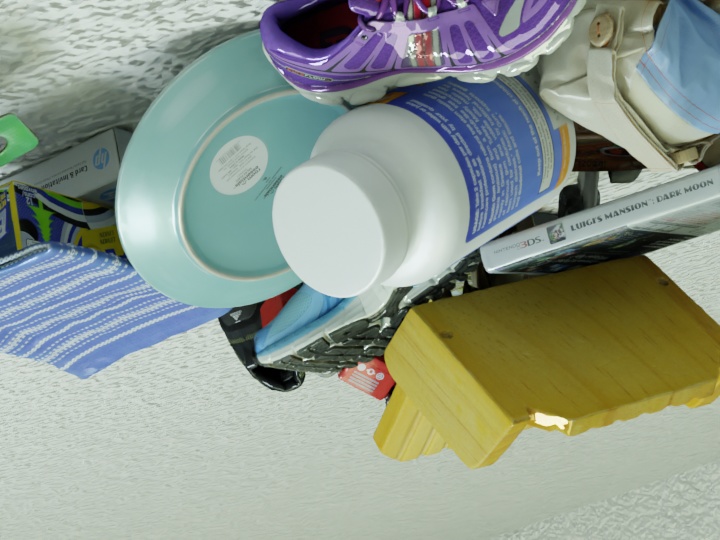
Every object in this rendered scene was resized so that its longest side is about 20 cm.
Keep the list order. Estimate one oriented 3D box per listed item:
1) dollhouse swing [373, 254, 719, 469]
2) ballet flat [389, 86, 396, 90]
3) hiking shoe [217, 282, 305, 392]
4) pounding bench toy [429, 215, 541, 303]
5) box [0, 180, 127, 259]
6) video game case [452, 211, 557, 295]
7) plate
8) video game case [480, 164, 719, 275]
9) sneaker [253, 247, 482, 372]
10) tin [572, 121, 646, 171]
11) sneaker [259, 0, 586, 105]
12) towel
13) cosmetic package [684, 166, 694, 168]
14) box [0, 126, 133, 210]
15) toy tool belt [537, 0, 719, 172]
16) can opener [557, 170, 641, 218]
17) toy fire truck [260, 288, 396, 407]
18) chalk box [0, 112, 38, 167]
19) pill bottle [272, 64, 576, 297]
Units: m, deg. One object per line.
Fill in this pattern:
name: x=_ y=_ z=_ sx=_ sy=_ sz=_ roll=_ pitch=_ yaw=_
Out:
dollhouse swing: x=0.129 y=0.103 z=1.387 sx=0.199 sy=0.182 sz=0.177 roll=-12 pitch=130 yaw=-29
ballet flat: x=-0.047 y=-0.051 z=1.317 sx=0.076 sy=0.064 sz=0.200 roll=40 pitch=116 yaw=-22
hiking shoe: x=-0.075 y=0.062 z=1.739 sx=0.075 sy=0.102 sz=0.200 roll=-17 pitch=164 yaw=19
pounding bench toy: x=0.060 y=-0.013 z=1.519 sx=0.155 sy=0.125 sz=0.201 roll=-13 pitch=140 yaw=5
box: x=-0.188 y=-0.003 z=1.330 sx=0.070 sy=0.065 sz=0.199 roll=-21 pitch=160 yaw=28
video game case: x=0.098 y=-0.011 z=1.766 sx=0.180 sy=0.026 sz=0.199 roll=-24 pitch=162 yaw=36
plate: x=-0.058 y=-0.057 z=1.233 sx=0.199 sy=0.026 sz=0.201 roll=-20 pitch=131 yaw=-24
video game case: x=0.196 y=-0.033 z=1.345 sx=0.181 sy=0.024 sz=0.200 roll=-19 pitch=172 yaw=22
sneaker: x=0.000 y=0.000 z=1.359 sx=0.200 sy=0.090 sz=0.078 roll=-38 pitch=151 yaw=27
tin: x=0.121 y=-0.096 z=1.362 sx=0.198 sy=0.042 sz=0.112 roll=0 pitch=176 yaw=14
sneaker: x=0.035 y=-0.147 z=1.123 sx=0.198 sy=0.081 sz=0.083 roll=-17 pitch=159 yaw=19
towel: x=-0.189 y=0.028 z=1.278 sx=0.144 sy=0.024 sz=0.200 roll=-22 pitch=159 yaw=26
cosmetic package: x=0.291 y=-0.140 z=1.365 sx=0.103 sy=0.074 sz=0.200 roll=-3 pitch=163 yaw=-32
box: x=-0.197 y=-0.037 z=1.397 sx=0.199 sy=0.042 sz=0.155 roll=-22 pitch=161 yaw=28
toy tool belt: x=0.210 y=-0.126 z=1.236 sx=0.199 sy=0.126 sz=0.123 roll=22 pitch=143 yaw=-37
can opener: x=0.177 y=-0.040 z=1.480 sx=0.066 sy=0.053 sz=0.201 roll=2 pitch=126 yaw=-4
toy fire truck: x=0.000 y=0.009 z=1.427 sx=0.199 sy=0.049 sz=0.141 roll=28 pitch=112 yaw=-19
chalk box: x=-0.284 y=-0.045 z=1.131 sx=0.198 sy=0.125 sz=0.125 roll=-13 pitch=165 yaw=3
pill bottle: x=0.037 y=-0.057 z=1.202 sx=0.112 sy=0.113 sz=0.200 roll=-26 pitch=-178 yaw=42
